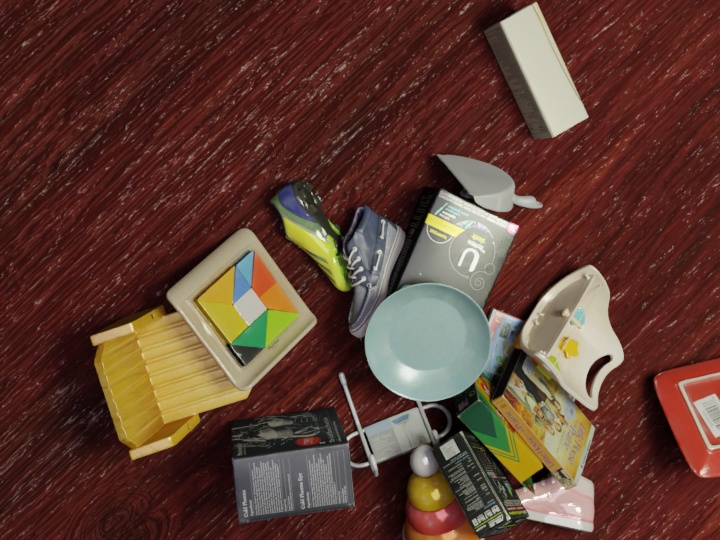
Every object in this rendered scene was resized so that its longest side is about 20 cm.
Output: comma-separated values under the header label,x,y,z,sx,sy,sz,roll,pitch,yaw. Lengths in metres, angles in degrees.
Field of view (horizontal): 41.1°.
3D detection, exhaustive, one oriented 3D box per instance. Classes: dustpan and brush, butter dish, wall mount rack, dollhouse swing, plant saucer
label,x,y,z,sx,sy,sz,roll,pitch,yaw
dustpan and brush,0.226,-0.131,1.580,0.196,0.140,0.058,0,125,-26
butter dish,0.613,0.270,1.656,0.195,0.149,0.203,-11,55,-7
wall mount rack,0.050,0.239,1.608,0.196,0.075,0.176,-19,61,-6
dollhouse swing,-0.284,0.159,1.509,0.172,0.182,0.204,-14,98,14
plant saucer,0.104,0.106,1.497,0.196,0.039,0.205,0,112,0

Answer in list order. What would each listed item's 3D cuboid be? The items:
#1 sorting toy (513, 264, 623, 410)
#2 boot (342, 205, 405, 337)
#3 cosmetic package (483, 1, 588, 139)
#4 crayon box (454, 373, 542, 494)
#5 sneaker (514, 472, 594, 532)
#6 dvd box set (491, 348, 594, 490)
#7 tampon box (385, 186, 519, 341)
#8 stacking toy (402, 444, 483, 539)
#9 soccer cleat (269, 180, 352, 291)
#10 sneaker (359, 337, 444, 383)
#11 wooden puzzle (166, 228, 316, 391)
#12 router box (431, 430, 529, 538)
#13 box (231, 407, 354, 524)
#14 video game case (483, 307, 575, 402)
label,x,y,z,sx,sy,sz,roll,pitch,yaw
sorting toy,0.364,0.131,1.607,0.180,0.106,0.201,46,61,-15
boot,0.000,0.000,1.546,0.090,0.072,0.203,31,64,-26
cosmetic package,0.284,-0.321,1.564,0.072,0.104,0.203,-29,100,-4
crayon box,0.235,0.260,1.593,0.051,0.127,0.200,-38,108,15
sneaker,0.311,0.380,1.658,0.196,0.075,0.107,12,79,-1
dvd box set,0.306,0.240,1.594,0.029,0.147,0.201,-33,102,39
tampon box,0.140,-0.014,1.562,0.148,0.126,0.203,23,93,-8
stacking toy,0.123,0.363,1.561,0.143,0.147,0.203,-17,121,-6
soccer cleat,-0.076,-0.051,1.572,0.083,0.065,0.202,-22,107,29
sneaker,0.069,0.121,1.599,0.200,0.088,0.077,47,110,10
wooden puzzle,-0.184,0.059,1.534,0.185,0.037,0.201,-43,99,-29
router box,0.194,0.342,1.534,0.062,0.200,0.151,-33,69,9
box,-0.112,0.303,1.523,0.178,0.200,0.106,-7,98,-8
video game case,0.289,0.167,1.657,0.197,0.017,0.145,21,93,-10
